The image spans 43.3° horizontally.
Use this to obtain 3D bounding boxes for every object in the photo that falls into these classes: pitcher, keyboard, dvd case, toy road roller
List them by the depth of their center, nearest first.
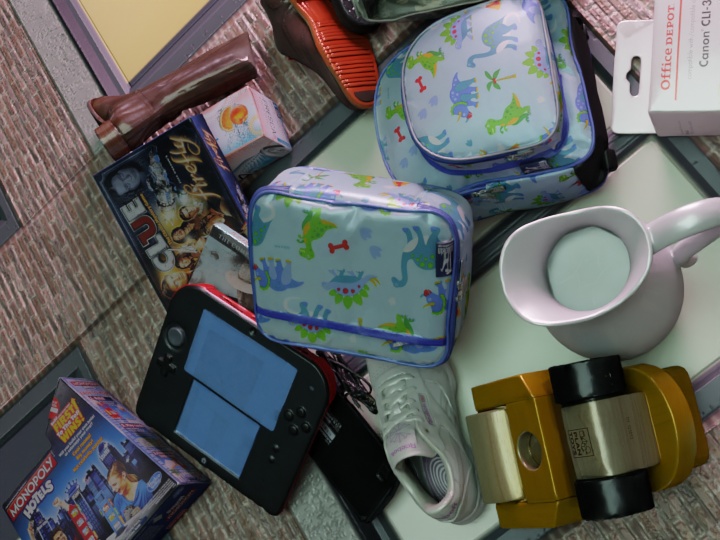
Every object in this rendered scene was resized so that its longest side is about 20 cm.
[{"bbox_3d":[0.215,0.001,0.721,0.170,0.200,0.123,-19,73,20],"label":"pitcher"},{"bbox_3d":[0.197,0.140,0.764,0.200,0.144,0.124,-29,69,58],"label":"toy road roller"},{"bbox_3d":[-0.019,0.143,0.904,0.200,0.039,0.105,48,117,29],"label":"keyboard"},{"bbox_3d":[-0.131,0.074,0.934,0.145,0.022,0.202,33,108,17],"label":"dvd case"}]

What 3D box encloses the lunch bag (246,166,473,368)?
[{"bbox_3d":[0.000,0.000,0.809,0.198,0.083,0.163,10,116,16],"label":"lunch bag"}]

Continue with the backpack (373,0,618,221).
[{"bbox_3d":[0.110,-0.147,0.829,0.198,0.147,0.185,-16,71,26],"label":"backpack"}]

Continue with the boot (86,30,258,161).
[{"bbox_3d":[-0.211,-0.209,1.037,0.199,0.065,0.187,-35,31,-3],"label":"boot"}]

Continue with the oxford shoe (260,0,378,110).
[{"bbox_3d":[-0.045,-0.244,0.977,0.073,0.071,0.201,-46,65,42],"label":"oxford shoe"}]

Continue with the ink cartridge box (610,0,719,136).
[{"bbox_3d":[0.314,-0.182,0.781,0.198,0.067,0.118,2,81,26],"label":"ink cartridge box"}]

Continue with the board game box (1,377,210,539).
[{"bbox_3d":[-0.295,0.227,0.999,0.200,0.062,0.200,-47,64,11],"label":"board game box"}]

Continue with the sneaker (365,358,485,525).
[{"bbox_3d":[0.053,0.134,0.830,0.074,0.099,0.202,-33,67,18],"label":"sneaker"}]

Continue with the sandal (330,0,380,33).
[{"bbox_3d":[-0.030,-0.344,0.978,0.048,0.075,0.203,-34,68,59],"label":"sandal"}]

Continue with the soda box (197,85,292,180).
[{"bbox_3d":[-0.179,-0.122,1.004,0.198,0.068,0.064,-25,73,20],"label":"soda box"}]

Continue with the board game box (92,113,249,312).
[{"bbox_3d":[-0.178,-0.043,0.962,0.134,0.035,0.202,-26,97,19],"label":"board game box"}]

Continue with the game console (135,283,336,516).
[{"bbox_3d":[-0.130,0.126,0.913,0.199,0.031,0.178,31,109,18],"label":"game console"}]

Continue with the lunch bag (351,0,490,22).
[{"bbox_3d":[0.091,-0.299,0.845,0.198,0.164,0.119,-20,104,21],"label":"lunch bag"}]
